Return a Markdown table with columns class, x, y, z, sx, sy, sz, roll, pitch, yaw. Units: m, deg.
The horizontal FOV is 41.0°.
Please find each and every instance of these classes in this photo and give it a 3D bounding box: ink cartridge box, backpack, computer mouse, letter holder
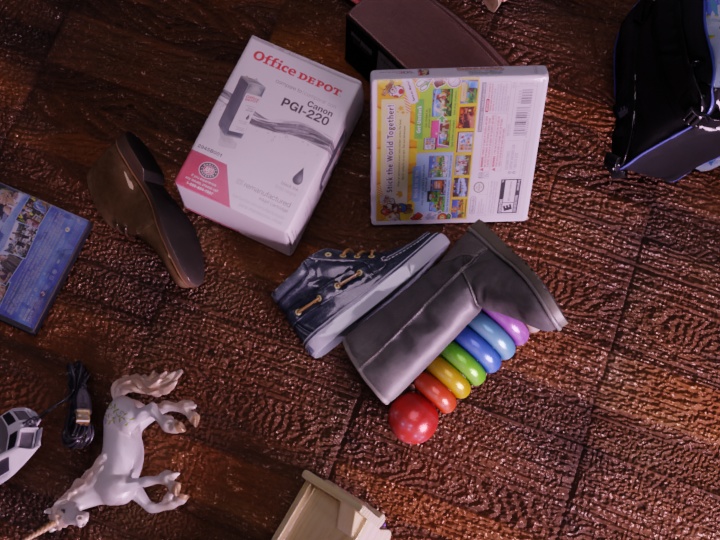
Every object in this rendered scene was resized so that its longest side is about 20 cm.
| class | x | y | z | sx | sy | sz | roll | pitch | yaw |
| --- | --- | --- | --- | --- | --- | --- | --- | --- | --- |
| ink cartridge box | -0.100 | -0.143 | 1.094 | 0.144 | 0.085 | 0.202 | 24 | 74 | 6 |
| backpack | 0.370 | -0.216 | 1.072 | 0.145 | 0.183 | 0.202 | 9 | 69 | -22 |
| computer mouse | -0.366 | 0.183 | 1.013 | 0.199 | 0.044 | 0.110 | -30 | 44 | -1 |
| letter holder | 0.099 | -0.249 | 1.117 | 0.142 | 0.101 | 0.200 | -42 | 78 | -13 |

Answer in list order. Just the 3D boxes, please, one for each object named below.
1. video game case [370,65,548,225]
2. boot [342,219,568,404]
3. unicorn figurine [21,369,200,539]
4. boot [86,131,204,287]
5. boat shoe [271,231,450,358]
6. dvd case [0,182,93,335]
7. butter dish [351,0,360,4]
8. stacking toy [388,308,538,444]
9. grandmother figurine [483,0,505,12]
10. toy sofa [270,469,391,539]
| class | x | y | z | sx | sy | sz | roll | pitch | yaw |
| --- | --- | --- | --- | --- | --- | --- | --- | --- | --- |
| video game case | 0.100 | -0.130 | 1.039 | 0.180 | 0.201 | 0.023 | -2 | 46 | -1 |
| boot | 0.089 | 0.060 | 0.974 | 0.199 | 0.073 | 0.182 | -40 | 38 | -1 |
| unicorn figurine | -0.247 | 0.203 | 1.008 | 0.136 | 0.074 | 0.202 | 3 | 60 | 10 |
| boot | -0.241 | -0.055 | 1.085 | 0.075 | 0.074 | 0.201 | -34 | 72 | 10 |
| boat shoe | 0.000 | 0.000 | 1.059 | 0.200 | 0.071 | 0.091 | -37 | 79 | -9 |
| dvd case | -0.424 | -0.029 | 1.093 | 0.198 | 0.018 | 0.144 | 23 | 76 | 5 |
| butter dish | 0.013 | -0.450 | 1.148 | 0.200 | 0.148 | 0.199 | 43 | 79 | 10 |
| stacking toy | 0.105 | 0.103 | 1.034 | 0.085 | 0.085 | 0.200 | 40 | 85 | 10 |
| grandmother figurine | 0.227 | -0.399 | 1.182 | 0.199 | 0.061 | 0.122 | -38 | 86 | -8 |
| toy sofa | -0.059 | 0.315 | 0.974 | 0.082 | 0.098 | 0.201 | 23 | 74 | 32 |
